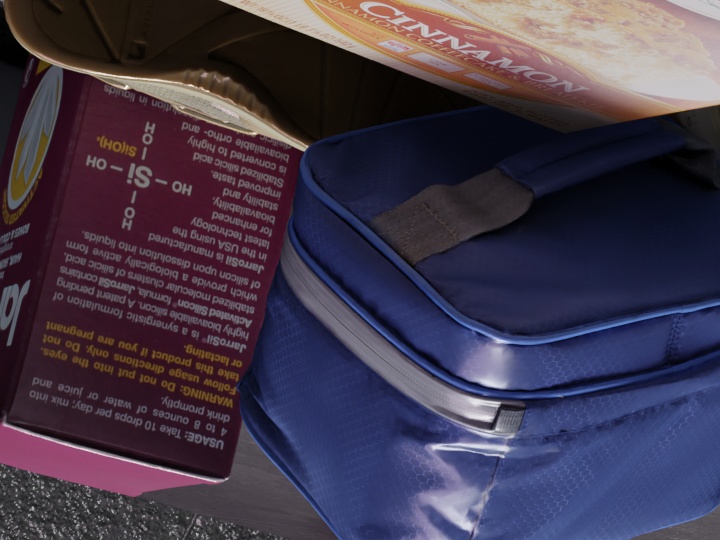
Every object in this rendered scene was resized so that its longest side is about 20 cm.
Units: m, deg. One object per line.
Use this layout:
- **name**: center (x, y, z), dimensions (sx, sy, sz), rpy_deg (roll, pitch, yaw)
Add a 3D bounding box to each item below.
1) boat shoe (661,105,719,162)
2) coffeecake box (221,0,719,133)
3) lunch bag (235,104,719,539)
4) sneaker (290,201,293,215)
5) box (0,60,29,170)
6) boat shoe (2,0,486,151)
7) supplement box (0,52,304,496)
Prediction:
- **boat shoe**: center (0.202, -0.036, 1.029), dimensions (0.200, 0.074, 0.069), rpy_deg (30, 164, -28)
- **coffeecake box**: center (0.070, -0.108, 0.798), dimensions (0.153, 0.073, 0.200), rpy_deg (19, 166, -29)
- **lunch bag**: center (0.069, 0.013, 0.940), dimensions (0.200, 0.132, 0.136), rpy_deg (-14, -135, -37)
- **sneaker**: center (0.000, 0.000, 1.092), dimensions (0.087, 0.075, 0.200), rpy_deg (17, 167, 3)
- **box**: center (-0.121, -0.041, 1.264), dimensions (0.200, 0.079, 0.141), rpy_deg (17, 180, -24)
- **boat shoe**: center (-0.044, -0.089, 1.036), dimensions (0.200, 0.072, 0.065), rpy_deg (13, -178, -12)
- **supplement box**: center (-0.100, -0.013, 1.116), dimensions (0.103, 0.200, 0.131), rpy_deg (17, 167, -20)
